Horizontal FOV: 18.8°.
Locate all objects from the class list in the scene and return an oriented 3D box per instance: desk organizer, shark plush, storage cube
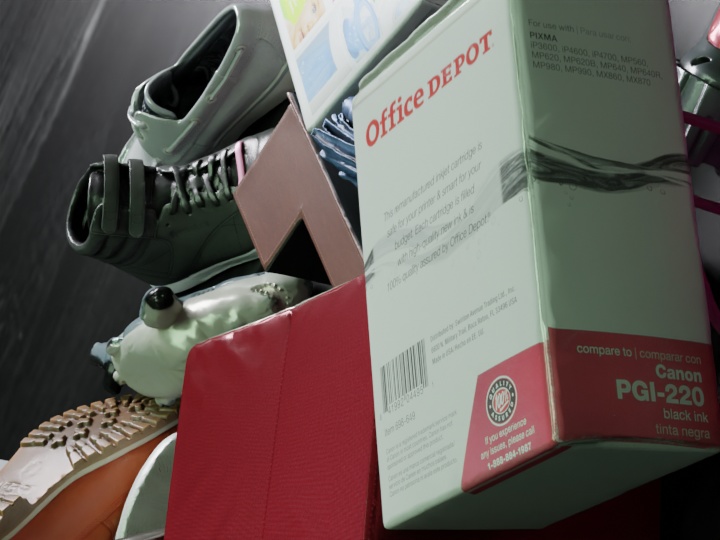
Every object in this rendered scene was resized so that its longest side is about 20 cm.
[{"bbox_3d":[0.000,0.000,1.204,0.077,0.072,0.200,-55,40,30],"label":"desk organizer"},{"bbox_3d":[-0.105,0.048,1.348,0.083,0.091,0.200,-45,5,-34],"label":"shark plush"},{"bbox_3d":[0.024,0.123,1.027,0.171,0.200,0.180,-25,53,48],"label":"storage cube"}]

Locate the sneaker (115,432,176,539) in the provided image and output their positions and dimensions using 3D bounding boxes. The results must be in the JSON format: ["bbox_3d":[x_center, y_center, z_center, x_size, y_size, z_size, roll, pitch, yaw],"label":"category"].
[{"bbox_3d":[-0.129,0.192,1.318,0.088,0.075,0.201,6,84,67],"label":"sneaker"}]

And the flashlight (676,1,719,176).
[{"bbox_3d":[0.194,-0.140,0.994,0.068,0.068,0.200,40,109,48],"label":"flashlight"}]

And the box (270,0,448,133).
[{"bbox_3d":[0.018,-0.172,1.211,0.113,0.101,0.200,-47,44,34],"label":"box"}]

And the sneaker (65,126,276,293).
[{"bbox_3d":[-0.108,-0.045,1.341,0.200,0.099,0.071,-30,53,43],"label":"sneaker"}]

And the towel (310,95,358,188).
[{"bbox_3d":[0.067,-0.031,1.087,0.200,0.112,0.049,28,94,54],"label":"towel"}]

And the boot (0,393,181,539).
[{"bbox_3d":[-0.177,0.154,1.344,0.075,0.200,0.107,10,128,50],"label":"boot"}]

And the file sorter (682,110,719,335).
[{"bbox_3d":[0.205,-0.034,0.890,0.200,0.125,0.139,-43,47,37],"label":"file sorter"}]

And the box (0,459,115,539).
[{"bbox_3d":[-0.256,0.236,1.437,0.152,0.106,0.200,21,95,54],"label":"box"}]

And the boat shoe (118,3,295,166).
[{"bbox_3d":[-0.110,-0.104,1.390,0.200,0.068,0.072,-33,53,43],"label":"boat shoe"}]

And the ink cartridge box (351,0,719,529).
[{"bbox_3d":[0.067,-0.006,0.895,0.146,0.085,0.201,-35,56,57],"label":"ink cartridge box"}]

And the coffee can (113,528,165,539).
[{"bbox_3d":[-0.145,0.256,1.192,0.146,0.146,0.201,-19,85,49],"label":"coffee can"}]
